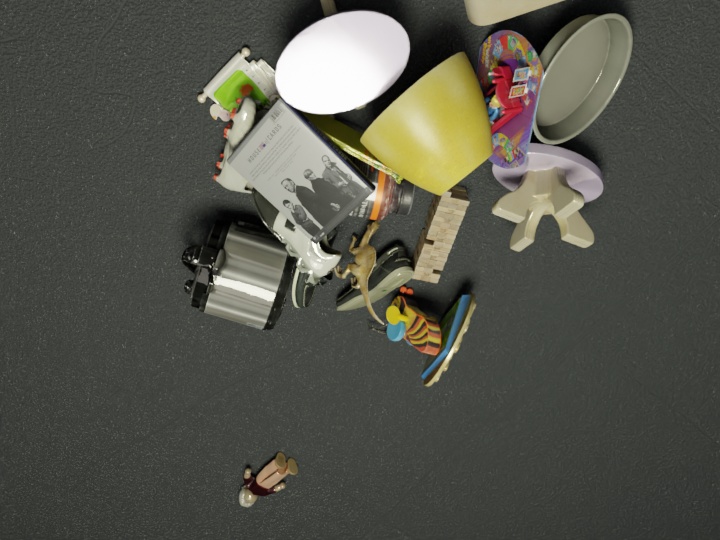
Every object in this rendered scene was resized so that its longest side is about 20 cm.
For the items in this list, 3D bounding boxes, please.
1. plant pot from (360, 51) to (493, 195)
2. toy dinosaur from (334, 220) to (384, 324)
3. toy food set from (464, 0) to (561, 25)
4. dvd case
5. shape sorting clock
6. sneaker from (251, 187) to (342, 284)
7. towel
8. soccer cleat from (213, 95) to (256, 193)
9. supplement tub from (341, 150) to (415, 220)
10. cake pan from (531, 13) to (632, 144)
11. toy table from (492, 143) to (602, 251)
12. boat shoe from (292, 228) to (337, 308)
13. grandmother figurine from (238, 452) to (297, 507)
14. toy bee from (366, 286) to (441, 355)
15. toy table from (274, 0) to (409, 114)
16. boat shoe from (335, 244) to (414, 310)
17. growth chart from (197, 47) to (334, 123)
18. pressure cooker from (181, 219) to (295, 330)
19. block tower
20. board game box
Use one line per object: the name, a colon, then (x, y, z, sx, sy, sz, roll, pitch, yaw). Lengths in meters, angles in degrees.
plant pot: (0.119, -0.202, 0.887, 0.199, 0.200, 0.143, -37, 92, 24)
toy dinosaur: (0.000, 0.000, 1.083, 0.057, 0.204, 0.100, 11, 163, -33)
toy food set: (0.235, -0.451, 0.830, 0.196, 0.061, 0.145, -14, 135, 12)
dvd case: (-0.095, -0.153, 0.929, 0.200, 0.025, 0.150, 43, 123, -15)
shape sorting clock: (0.175, 0.135, 1.146, 0.039, 0.201, 0.202, 24, 123, 0)
sneaker: (-0.107, -0.082, 1.034, 0.088, 0.074, 0.201, -35, 99, 22)
towel: (-0.016, -0.208, 0.948, 0.197, 0.087, 0.018, 27, 120, -11)
soccer cleat: (-0.192, -0.207, 0.982, 0.076, 0.070, 0.201, 18, 143, -12)
supplement tub: (-0.008, -0.147, 1.009, 0.196, 0.108, 0.109, 9, 125, -4)
cake pan: (0.325, -0.290, 0.888, 0.198, 0.037, 0.203, -24, 140, -22)
toy table: (0.311, -0.119, 0.978, 0.196, 0.119, 0.184, 12, 156, -2)
boat shoe: (-0.082, -0.005, 1.126, 0.065, 0.075, 0.203, 21, 116, 12)
grandmother figurine: (-0.254, 0.552, 1.532, 0.121, 0.061, 0.200, 37, 116, -12)
toy bee: (0.088, 0.089, 1.164, 0.130, 0.197, 0.111, 16, 90, -55)
toy table: (-0.028, -0.320, 0.875, 0.196, 0.118, 0.187, -8, 119, 2)
boat shoe: (0.022, 0.022, 1.160, 0.071, 0.069, 0.199, 2, 150, -48)
growth chart: (-0.161, -0.268, 0.985, 0.199, 0.018, 0.145, 36, 119, -20)
pressure cooker: (-0.229, 0.004, 1.076, 0.196, 0.180, 0.178, 17, 127, -11)
block tower: (0.145, -0.068, 1.093, 0.057, 0.054, 0.203, 10, 125, -7)
board game box: (0.202, -0.256, 0.896, 0.038, 0.158, 0.203, -12, 128, -21)
